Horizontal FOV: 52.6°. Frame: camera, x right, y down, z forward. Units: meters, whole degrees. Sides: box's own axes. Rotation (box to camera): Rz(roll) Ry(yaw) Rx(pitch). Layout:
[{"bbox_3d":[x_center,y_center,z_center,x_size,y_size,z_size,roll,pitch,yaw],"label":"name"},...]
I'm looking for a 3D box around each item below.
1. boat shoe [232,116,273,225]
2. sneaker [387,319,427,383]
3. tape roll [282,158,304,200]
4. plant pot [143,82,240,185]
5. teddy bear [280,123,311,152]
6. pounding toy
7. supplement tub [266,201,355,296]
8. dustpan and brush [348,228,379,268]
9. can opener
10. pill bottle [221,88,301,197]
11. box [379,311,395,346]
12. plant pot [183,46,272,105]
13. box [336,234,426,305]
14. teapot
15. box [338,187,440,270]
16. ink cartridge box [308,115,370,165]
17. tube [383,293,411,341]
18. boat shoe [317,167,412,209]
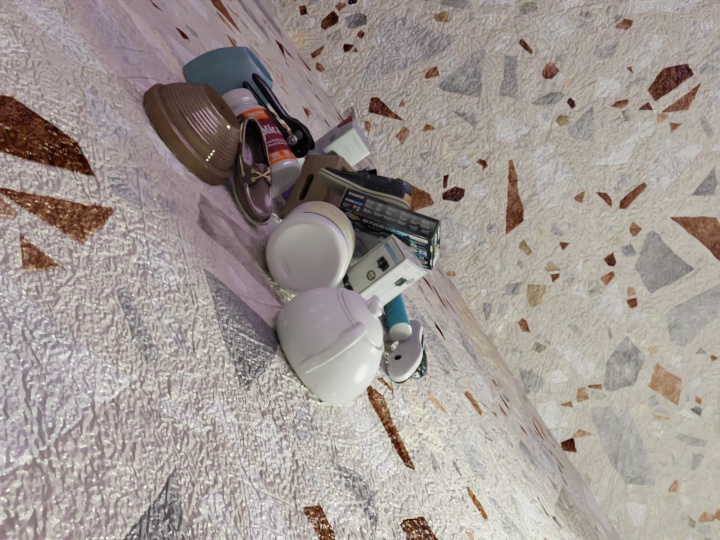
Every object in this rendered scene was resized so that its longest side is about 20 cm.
[{"bbox_3d":[-0.194,-0.183,1.331,0.071,0.059,0.204,0,68,-32],"label":"boat shoe"},{"bbox_3d":[0.113,0.207,1.584,0.201,0.072,0.114,-66,146,-57],"label":"sneaker"},{"bbox_3d":[-0.140,-0.208,1.728,0.201,0.065,0.201,52,11,-15],"label":"tape roll"},{"bbox_3d":[-0.275,-0.257,1.271,0.202,0.092,0.201,52,11,-14],"label":"plant pot"},{"bbox_3d":[-0.174,-0.277,1.599,0.143,0.068,0.200,20,40,16],"label":"teddy bear"},{"bbox_3d":[-0.066,-0.153,1.579,0.140,0.203,0.184,9,-20,37],"label":"pounding toy"},{"bbox_3d":[-0.084,-0.045,1.312,0.146,0.144,0.200,52,12,-8],"label":"supplement tub"},{"bbox_3d":[0.000,0.000,1.484,0.138,0.058,0.201,19,-28,34],"label":"dustpan and brush"},{"bbox_3d":[-0.174,-0.320,1.521,0.200,0.063,0.079,46,3,-10],"label":"can opener"},{"bbox_3d":[-0.211,-0.254,1.453,0.202,0.113,0.114,58,13,14],"label":"pill bottle"},{"bbox_3d":[0.002,0.068,1.605,0.202,0.036,0.144,59,12,22],"label":"box"},{"bbox_3d":[-0.270,-0.406,1.590,0.201,0.134,0.201,52,12,-15],"label":"plant pot"},{"bbox_3d":[0.016,0.028,1.378,0.061,0.199,0.116,58,14,25],"label":"box"},{"bbox_3d":[-0.029,0.100,1.137,0.197,0.145,0.202,42,18,-45],"label":"teapot"},{"bbox_3d":[0.059,-0.079,1.440,0.197,0.047,0.159,20,-18,13],"label":"box"},{"bbox_3d":[-0.080,-0.296,1.882,0.083,0.198,0.146,52,12,-21],"label":"ink cartridge box"},{"bbox_3d":[0.074,0.077,1.638,0.050,0.078,0.201,21,28,-20],"label":"tube"},{"bbox_3d":[0.011,-0.168,1.428,0.197,0.063,0.075,19,-16,14],"label":"boat shoe"}]
